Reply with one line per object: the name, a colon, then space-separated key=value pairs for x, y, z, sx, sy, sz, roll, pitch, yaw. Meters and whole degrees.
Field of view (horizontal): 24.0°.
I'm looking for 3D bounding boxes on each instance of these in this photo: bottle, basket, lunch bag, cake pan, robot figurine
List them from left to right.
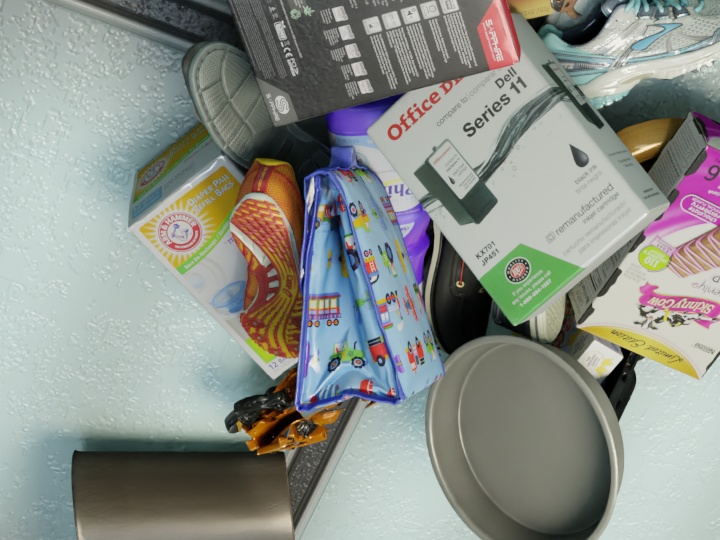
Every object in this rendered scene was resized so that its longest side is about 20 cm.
basket: x=-0.163 y=0.240 z=1.611 sx=0.197 sy=0.137 sz=0.182 roll=-8 pitch=124 yaw=-3
robot figurine: x=-0.029 y=0.110 z=1.531 sx=0.199 sy=0.059 sz=0.144 roll=-34 pitch=163 yaw=33
lunch bag: x=0.000 y=0.000 z=1.358 sx=0.093 sy=0.150 sz=0.203 roll=-6 pitch=92 yaw=15
bottle: x=0.022 y=-0.066 z=1.478 sx=0.082 sy=0.066 sz=0.202 roll=-4 pitch=121 yaw=7
cake pan: x=0.143 y=0.148 z=1.442 sx=0.199 sy=0.037 sz=0.203 roll=14 pitch=112 yaw=38

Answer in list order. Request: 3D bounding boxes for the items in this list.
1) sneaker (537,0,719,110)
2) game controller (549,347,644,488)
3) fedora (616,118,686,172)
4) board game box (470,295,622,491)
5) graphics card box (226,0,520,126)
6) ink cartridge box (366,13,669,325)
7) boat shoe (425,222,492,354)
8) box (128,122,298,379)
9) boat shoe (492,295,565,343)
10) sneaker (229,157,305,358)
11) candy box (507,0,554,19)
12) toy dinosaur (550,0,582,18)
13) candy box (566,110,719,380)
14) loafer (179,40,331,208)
sneaker: x=0.238 y=-0.201 z=1.408 sx=0.198 sy=0.078 sz=0.087 roll=-24 pitch=111 yaw=7
game controller: x=0.219 y=0.114 z=1.521 sx=0.042 sy=0.200 sz=0.105 roll=22 pitch=123 yaw=11
fedora: x=0.259 y=-0.058 z=1.488 sx=0.198 sy=0.082 sz=0.202 roll=-2 pitch=124 yaw=-3
board game box: x=0.155 y=0.106 z=1.546 sx=0.034 sy=0.135 sz=0.201 roll=29 pitch=114 yaw=-19
graphics card box: x=0.008 y=-0.192 z=1.261 sx=0.198 sy=0.051 sz=0.126 roll=-14 pitch=118 yaw=14
ink cartridge box: x=0.122 y=-0.082 z=1.335 sx=0.146 sy=0.083 sz=0.201 roll=-42 pitch=80 yaw=21
boat shoe: x=0.101 y=-0.007 z=1.506 sx=0.063 sy=0.073 sz=0.204 roll=21 pitch=123 yaw=30
box: x=-0.097 y=-0.025 z=1.474 sx=0.112 sy=0.102 sz=0.200 roll=-34 pitch=116 yaw=15
boat shoe: x=0.138 y=-0.036 z=1.431 sx=0.062 sy=0.074 sz=0.202 roll=10 pitch=114 yaw=28
sneaker: x=-0.062 y=-0.005 z=1.392 sx=0.072 sy=0.078 sz=0.201 roll=10 pitch=136 yaw=10
candy box: x=0.060 y=-0.247 z=1.338 sx=0.198 sy=0.056 sz=0.118 roll=-16 pitch=126 yaw=-24
toy dinosaur: x=0.239 y=-0.279 z=1.359 sx=0.197 sy=0.086 sz=0.137 roll=-6 pitch=121 yaw=-6
candy box: x=0.283 y=-0.017 z=1.429 sx=0.135 sy=0.061 sz=0.201 roll=22 pitch=120 yaw=-18
loafer: x=-0.089 y=-0.116 z=1.391 sx=0.072 sy=0.063 sz=0.200 roll=-53 pitch=130 yaw=-11
